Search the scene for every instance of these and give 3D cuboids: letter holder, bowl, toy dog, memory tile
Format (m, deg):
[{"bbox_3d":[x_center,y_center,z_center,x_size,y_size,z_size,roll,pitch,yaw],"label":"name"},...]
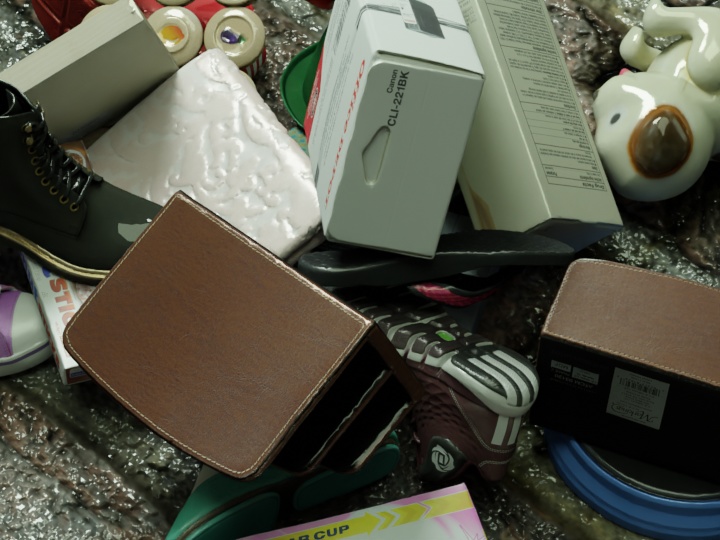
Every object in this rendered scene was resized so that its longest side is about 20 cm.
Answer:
[{"bbox_3d":[0.236,0.054,1.587,0.199,0.101,0.143,17,51,12],"label":"letter holder"},{"bbox_3d":[0.231,0.101,1.637,0.199,0.040,0.202,0,50,0],"label":"bowl"},{"bbox_3d":[-0.085,0.066,1.537,0.200,0.101,0.142,33,78,35],"label":"letter holder"},{"bbox_3d":[0.268,-0.123,1.777,0.199,0.139,0.195,-23,91,-20],"label":"toy dog"},{"bbox_3d":[-0.151,-0.159,1.786,0.152,0.017,0.202,3,81,8],"label":"memory tile"}]

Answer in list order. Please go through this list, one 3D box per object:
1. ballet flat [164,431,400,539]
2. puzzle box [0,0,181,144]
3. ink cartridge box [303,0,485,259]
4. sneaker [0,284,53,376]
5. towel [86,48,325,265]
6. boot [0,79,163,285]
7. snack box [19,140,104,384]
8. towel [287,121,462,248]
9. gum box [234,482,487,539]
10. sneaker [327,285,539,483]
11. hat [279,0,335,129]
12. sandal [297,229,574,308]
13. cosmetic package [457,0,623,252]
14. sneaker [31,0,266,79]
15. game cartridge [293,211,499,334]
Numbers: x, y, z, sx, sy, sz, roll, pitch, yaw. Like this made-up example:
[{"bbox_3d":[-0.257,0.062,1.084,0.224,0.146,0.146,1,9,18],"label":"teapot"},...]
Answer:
[{"bbox_3d":[-0.067,0.144,1.579,0.199,0.068,0.070,-24,56,-27],"label":"ballet flat"},{"bbox_3d":[-0.237,-0.126,1.714,0.199,0.133,0.026,-31,74,0],"label":"puzzle box"},{"bbox_3d":[0.020,-0.119,1.615,0.083,0.145,0.200,10,25,-10],"label":"ink cartridge box"},{"bbox_3d":[-0.315,0.017,1.646,0.199,0.115,0.073,3,49,-1],"label":"sneaker"},{"bbox_3d":[-0.129,-0.047,1.710,0.191,0.032,0.200,-40,57,1],"label":"towel"},{"bbox_3d":[-0.212,-0.067,1.616,0.198,0.139,0.078,11,52,-2],"label":"boot"},{"bbox_3d":[-0.211,-0.008,1.676,0.071,0.024,0.201,-13,56,-17],"label":"snack box"},{"bbox_3d":[0.017,-0.088,1.767,0.146,0.022,0.200,29,45,27],"label":"towel"},{"bbox_3d":[-0.007,0.227,1.510,0.199,0.066,0.114,-13,53,-11],"label":"gum box"},{"bbox_3d":[0.038,0.087,1.609,0.075,0.116,0.200,-10,31,-37],"label":"sneaker"},{"bbox_3d":[0.018,-0.203,1.748,0.199,0.177,0.165,-25,48,-32],"label":"hat"},{"bbox_3d":[0.053,0.003,1.611,0.198,0.045,0.075,-6,13,-11],"label":"sandal"},{"bbox_3d":[0.116,-0.111,1.720,0.105,0.071,0.201,6,61,-50],"label":"cosmetic package"},{"bbox_3d":[-0.166,-0.203,1.866,0.199,0.079,0.116,36,49,10],"label":"sneaker"},{"bbox_3d":[0.000,0.000,1.717,0.199,0.042,0.134,15,56,11],"label":"game cartridge"}]
